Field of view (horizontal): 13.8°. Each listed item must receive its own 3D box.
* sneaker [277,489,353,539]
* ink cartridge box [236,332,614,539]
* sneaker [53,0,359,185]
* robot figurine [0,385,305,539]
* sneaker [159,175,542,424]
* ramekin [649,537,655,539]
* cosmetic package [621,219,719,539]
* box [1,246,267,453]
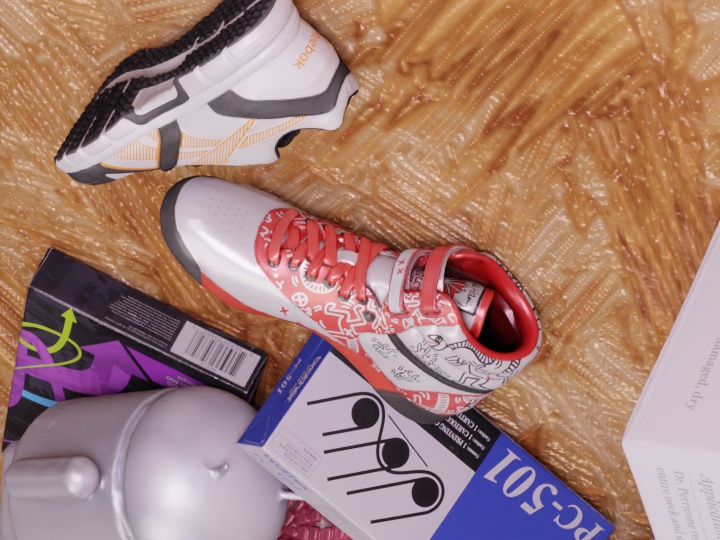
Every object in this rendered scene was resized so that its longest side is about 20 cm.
[{"bbox_3d":[-0.013,0.145,1.744,0.074,0.081,0.200,13,157,-31],"label":"sneaker"},{"bbox_3d":[0.038,0.118,1.635,0.200,0.094,0.044,40,165,-18],"label":"ink cartridge box"},{"bbox_3d":[-0.080,-0.074,1.491,0.080,0.074,0.200,41,145,-22],"label":"sneaker"},{"bbox_3d":[-0.121,0.125,1.684,0.199,0.114,0.169,-8,171,42],"label":"robot figurine"},{"bbox_3d":[0.001,0.000,1.538,0.201,0.067,0.108,36,145,-17],"label":"sneaker"},{"bbox_3d":[0.208,0.214,1.562,0.202,0.203,0.094,37,158,-13],"label":"ramekin"},{"bbox_3d":[0.253,0.083,1.372,0.199,0.167,0.168,10,143,27],"label":"cosmetic package"},{"bbox_3d":[-0.138,0.080,1.773,0.142,0.036,0.200,25,147,5],"label":"box"}]
